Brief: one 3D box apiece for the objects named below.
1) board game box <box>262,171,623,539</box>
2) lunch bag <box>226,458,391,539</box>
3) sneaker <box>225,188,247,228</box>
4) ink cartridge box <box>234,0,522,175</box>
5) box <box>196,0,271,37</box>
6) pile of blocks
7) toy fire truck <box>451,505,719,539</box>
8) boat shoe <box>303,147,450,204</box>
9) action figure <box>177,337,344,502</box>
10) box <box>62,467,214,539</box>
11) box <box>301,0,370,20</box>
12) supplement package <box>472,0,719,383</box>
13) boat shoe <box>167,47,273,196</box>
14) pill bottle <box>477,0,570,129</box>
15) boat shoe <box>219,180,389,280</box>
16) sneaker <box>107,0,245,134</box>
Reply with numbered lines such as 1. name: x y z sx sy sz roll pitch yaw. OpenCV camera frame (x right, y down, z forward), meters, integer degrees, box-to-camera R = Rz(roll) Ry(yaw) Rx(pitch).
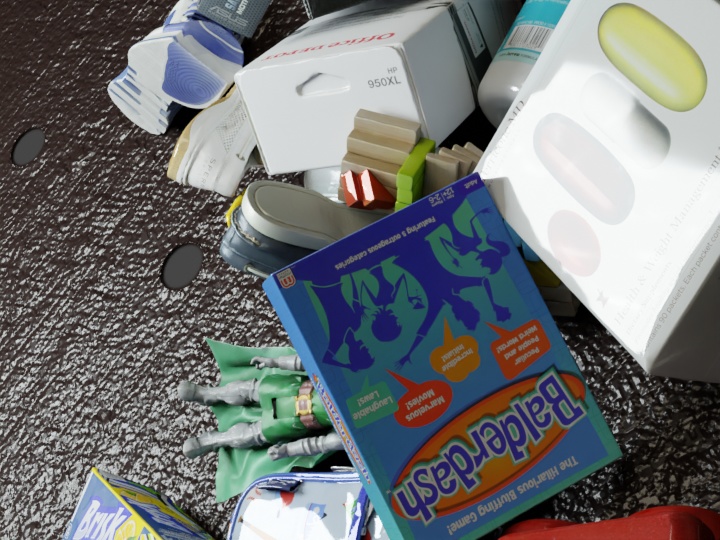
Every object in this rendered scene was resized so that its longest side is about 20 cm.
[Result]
1. board game box: 0.051 0.062 0.968 0.151 0.045 0.201 -27 87 -15
2. lunch bag: -0.022 0.223 1.011 0.159 0.075 0.202 -4 66 37
3. sneaker: -0.030 0.007 1.154 0.199 0.077 0.073 30 81 34
4. ink cartridge box: 0.021 -0.153 1.149 0.143 0.085 0.200 -6 24 32
5. box: -0.046 -0.289 1.119 0.158 0.051 0.201 -51 18 50
6. pile of blocks: 0.066 -0.028 1.039 0.082 0.199 0.062 -54 3 44
7. toy fire truck: 0.120 0.182 0.879 0.198 0.168 0.113 -12 56 29
8. boat shoe: 0.038 -0.055 1.162 0.199 0.070 0.072 11 87 39
9. action figure: -0.045 0.092 1.057 0.199 0.054 0.120 -13 83 42
10. box: -0.147 0.199 1.070 0.071 0.064 0.200 -67 24 -2
11. box: 0.042 -0.247 1.178 0.191 0.048 0.200 -20 16 2
12. supplement package: 0.208 -0.067 0.946 0.200 0.146 0.192 50 120 43
13. boat shoe: -0.081 -0.114 1.248 0.069 0.071 0.200 30 41 6
14. pill bottle: 0.173 -0.179 1.106 0.110 0.111 0.201 21 76 41
15. boat shoe: 0.000 0.000 1.076 0.062 0.198 0.075 -57 29 34
16. sneaker: -0.145 -0.195 1.331 0.116 0.080 0.199 -56 17 -20
